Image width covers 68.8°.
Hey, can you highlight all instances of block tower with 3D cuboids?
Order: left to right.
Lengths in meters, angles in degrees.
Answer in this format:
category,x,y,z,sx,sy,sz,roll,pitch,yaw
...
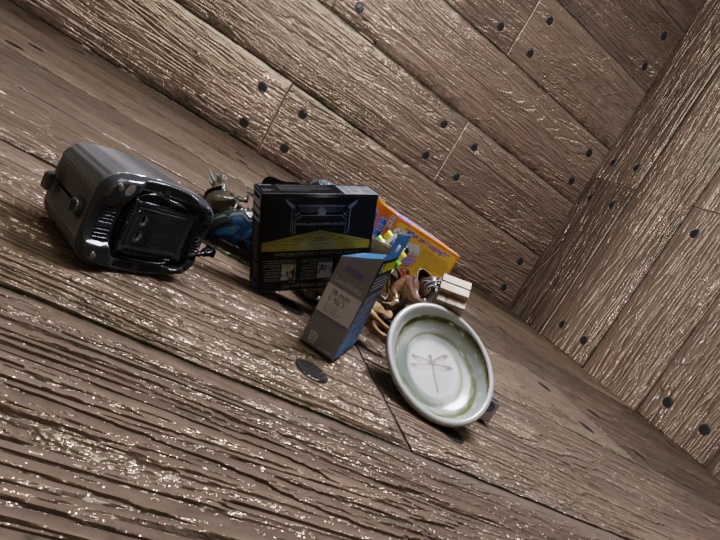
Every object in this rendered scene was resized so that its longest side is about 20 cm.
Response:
category,x,y,z,sx,sy,sz,roll,pitch,yaw
block tower,0.141,0.097,0.958,0.056,0.203,0.055,20,47,6

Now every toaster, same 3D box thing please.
category,x,y,z,sx,sy,sz,roll,pitch,yaw
toaster,-0.275,-0.074,0.639,0.128,0.116,0.199,34,11,27

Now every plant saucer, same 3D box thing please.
category,x,y,z,sx,sy,sz,roll,pitch,yaw
plant saucer,0.118,0.152,0.832,0.195,0.050,0.204,16,51,-20

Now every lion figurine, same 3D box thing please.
category,x,y,z,sx,sy,sz,roll,pitch,yaw
lion figurine,-0.010,0.054,0.925,0.197,0.073,0.123,20,-19,40

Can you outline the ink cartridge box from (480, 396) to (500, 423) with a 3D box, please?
category,x,y,z,sx,sy,sz,roll,pitch,yaw
ink cartridge box,0.143,0.187,0.926,0.197,0.045,0.094,30,9,-14

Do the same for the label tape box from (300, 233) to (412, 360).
category,x,y,z,sx,sy,sz,roll,pitch,yaw
label tape box,-0.002,0.020,0.794,0.062,0.204,0.144,29,9,9

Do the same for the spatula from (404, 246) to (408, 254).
category,x,y,z,sx,sy,sz,roll,pitch,yaw
spatula,0.049,-0.009,1.131,0.057,0.021,0.199,48,-33,-3

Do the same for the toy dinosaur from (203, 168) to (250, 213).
category,x,y,z,sx,sy,sz,roll,pitch,yaw
toy dinosaur,-0.288,-0.141,1.109,0.100,0.079,0.201,16,20,-19

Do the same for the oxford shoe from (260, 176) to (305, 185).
category,x,y,z,sx,sy,sz,roll,pitch,yaw
oxford shoe,-0.106,-0.122,0.953,0.070,0.073,0.199,12,16,-44

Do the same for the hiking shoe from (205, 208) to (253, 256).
category,x,y,z,sx,sy,sz,roll,pitch,yaw
hiking shoe,-0.186,-0.055,0.945,0.195,0.089,0.074,4,-20,-32

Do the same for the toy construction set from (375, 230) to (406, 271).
category,x,y,z,sx,sy,sz,roll,pitch,yaw
toy construction set,0.000,0.000,1.040,0.131,0.196,0.094,-44,110,-85

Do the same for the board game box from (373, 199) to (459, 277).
category,x,y,z,sx,sy,sz,roll,pitch,yaw
board game box,0.088,-0.027,1.326,0.197,0.203,0.200,29,10,-23

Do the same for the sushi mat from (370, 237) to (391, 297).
category,x,y,z,sx,sy,sz,roll,pitch,yaw
sushi mat,-0.022,-0.035,0.950,0.197,0.098,0.012,28,36,34

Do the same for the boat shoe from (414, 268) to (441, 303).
category,x,y,z,sx,sy,sz,roll,pitch,yaw
boat shoe,0.142,0.049,1.084,0.070,0.075,0.200,-2,17,-13

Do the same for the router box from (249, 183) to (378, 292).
category,x,y,z,sx,sy,sz,roll,pitch,yaw
router box,-0.076,-0.054,0.845,0.195,0.162,0.052,-3,25,-27

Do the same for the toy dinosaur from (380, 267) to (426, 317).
category,x,y,z,sx,sy,sz,roll,pitch,yaw
toy dinosaur,0.083,0.046,1.041,0.086,0.136,0.200,41,-25,-7

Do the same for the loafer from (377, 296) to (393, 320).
category,x,y,z,sx,sy,sz,roll,pitch,yaw
loafer,0.004,0.044,1.147,0.199,0.070,0.070,39,44,2

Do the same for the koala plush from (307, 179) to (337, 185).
category,x,y,z,sx,sy,sz,roll,pitch,yaw
koala plush,-0.120,-0.088,1.107,0.179,0.182,0.200,52,37,-4
